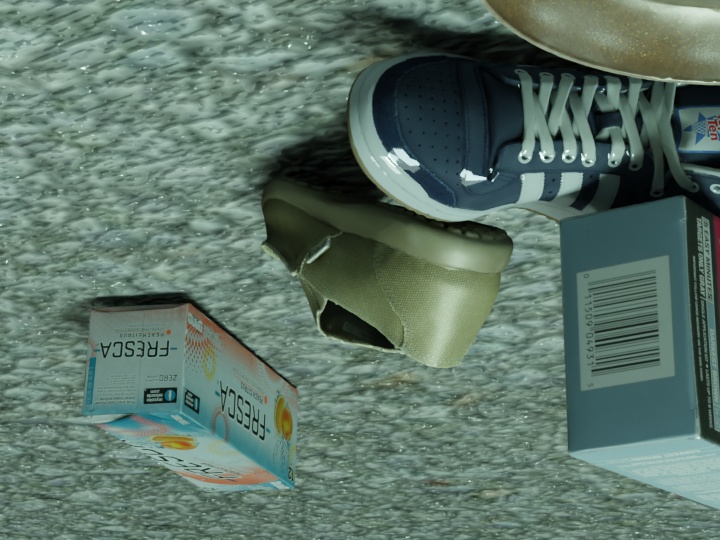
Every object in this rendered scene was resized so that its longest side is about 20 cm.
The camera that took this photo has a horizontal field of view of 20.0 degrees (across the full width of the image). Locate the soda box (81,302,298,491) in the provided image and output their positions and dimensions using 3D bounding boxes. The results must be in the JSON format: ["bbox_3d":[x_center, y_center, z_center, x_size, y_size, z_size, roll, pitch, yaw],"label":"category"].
[{"bbox_3d":[-0.098,0.081,1.232,0.063,0.069,0.200,-4,160,17],"label":"soda box"}]

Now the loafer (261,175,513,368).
[{"bbox_3d":[0.000,0.000,0.930,0.076,0.068,0.200,14,180,-21],"label":"loafer"}]

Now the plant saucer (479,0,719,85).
[{"bbox_3d":[0.136,-0.120,0.705,0.199,0.032,0.200,3,161,1],"label":"plant saucer"}]

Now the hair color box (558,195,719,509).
[{"bbox_3d":[0.158,0.045,0.872,0.060,0.099,0.200,-11,160,31],"label":"hair color box"}]

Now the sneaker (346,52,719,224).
[{"bbox_3d":[0.097,-0.056,0.828,0.199,0.070,0.108,12,162,-39],"label":"sneaker"}]

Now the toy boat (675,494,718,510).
[{"bbox_3d":[0.281,0.137,1.251,0.199,0.131,0.130,-13,155,38],"label":"toy boat"}]
